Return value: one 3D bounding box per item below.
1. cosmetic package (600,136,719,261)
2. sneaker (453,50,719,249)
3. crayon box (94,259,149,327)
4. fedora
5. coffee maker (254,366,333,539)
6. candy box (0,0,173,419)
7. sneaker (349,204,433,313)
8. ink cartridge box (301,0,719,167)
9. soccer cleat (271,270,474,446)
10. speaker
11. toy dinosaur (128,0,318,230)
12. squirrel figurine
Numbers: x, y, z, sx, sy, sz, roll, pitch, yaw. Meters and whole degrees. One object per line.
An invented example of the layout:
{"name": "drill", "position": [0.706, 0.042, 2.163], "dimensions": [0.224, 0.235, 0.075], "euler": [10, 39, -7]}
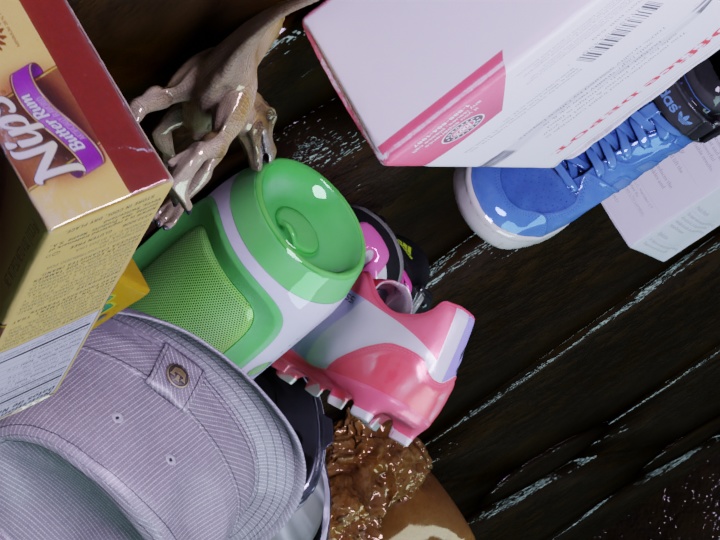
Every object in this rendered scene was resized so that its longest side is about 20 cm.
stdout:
{"name": "cosmetic package", "position": [0.236, -0.094, 1.809], "dimensions": [0.200, 0.081, 0.113], "euler": [-35, 167, 10]}
{"name": "sneaker", "position": [0.142, -0.084, 1.625], "dimensions": [0.199, 0.077, 0.111], "euler": [-26, 173, -40]}
{"name": "crayon box", "position": [-0.177, 0.017, 1.336], "dimensions": [0.199, 0.052, 0.126], "euler": [-33, 167, 5]}
{"name": "fedora", "position": [-0.128, 0.109, 1.457], "dimensions": [0.176, 0.200, 0.091], "euler": [-30, -152, 28]}
{"name": "coffee maker", "position": [-0.110, 0.124, 1.691], "dimensions": [0.191, 0.135, 0.200], "euler": [-25, 164, -6]}
{"name": "candy box", "position": [-0.141, -0.029, 1.102], "dimensions": [0.056, 0.117, 0.200], "euler": [-24, 166, -28]}
{"name": "sneaker", "position": [0.000, 0.000, 1.641], "dimensions": [0.087, 0.074, 0.200], "euler": [-30, 170, -18]}
{"name": "ink cartridge box", "position": [0.086, -0.119, 1.361], "dimensions": [0.145, 0.085, 0.200], "euler": [-37, 164, 22]}
{"name": "soccer cleat", "position": [-0.014, 0.026, 1.536], "dimensions": [0.067, 0.200, 0.077], "euler": [37, 85, -37]}
{"name": "speaker", "position": [-0.088, 0.028, 1.500], "dimensions": [0.200, 0.089, 0.088], "euler": [-40, 164, 32]}
{"name": "toy dinosaur", "position": [-0.063, -0.077, 1.270], "dimensions": [0.101, 0.058, 0.200], "euler": [-48, 175, -17]}
{"name": "squirrel figurine", "position": [-0.027, 0.199, 2.168], "dimensions": [0.186, 0.142, 0.200], "euler": [-35, 151, -15]}
